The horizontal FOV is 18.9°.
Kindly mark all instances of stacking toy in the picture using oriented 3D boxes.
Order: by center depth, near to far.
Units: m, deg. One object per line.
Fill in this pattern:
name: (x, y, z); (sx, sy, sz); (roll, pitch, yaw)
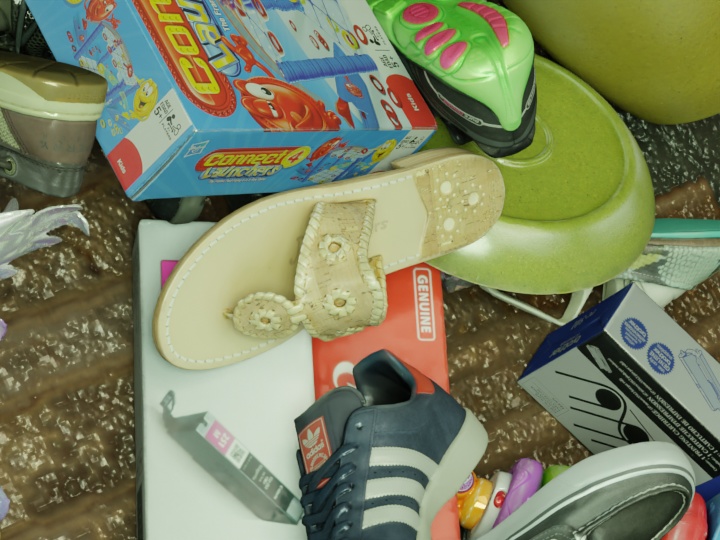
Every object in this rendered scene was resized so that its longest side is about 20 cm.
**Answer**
stacking toy: (0.100, 0.143, 1.180); (0.199, 0.110, 0.117); (25, 68, -2)

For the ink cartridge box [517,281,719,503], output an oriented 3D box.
ink cartridge box: (0.193, 0.102, 1.241); (0.200, 0.094, 0.044); (42, 55, -7)

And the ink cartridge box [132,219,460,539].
ink cartridge box: (-0.031, 0.075, 1.131); (0.172, 0.044, 0.202); (1, 69, -12)

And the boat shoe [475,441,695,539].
boat shoe: (0.088, 0.159, 1.093); (0.199, 0.069, 0.057); (-31, 43, 1)

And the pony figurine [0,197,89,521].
pony figurine: (-0.228, 0.035, 1.010); (0.192, 0.166, 0.202); (-11, 91, -25)

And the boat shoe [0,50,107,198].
boat shoe: (-0.199, -0.077, 1.049); (0.071, 0.200, 0.067); (3, 98, -47)

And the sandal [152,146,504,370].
sandal: (-0.001, -0.005, 1.094); (0.211, 0.069, 0.078); (-25, 117, -26)

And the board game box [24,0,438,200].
board game box: (-0.079, -0.135, 1.108); (0.195, 0.056, 0.201); (-6, 61, -53)

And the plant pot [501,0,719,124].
plant pot: (0.186, -0.175, 1.312); (0.200, 0.199, 0.142); (-53, 128, -34)

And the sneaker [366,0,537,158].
sneaker: (0.047, -0.115, 1.194); (0.076, 0.200, 0.084); (-18, 116, -3)

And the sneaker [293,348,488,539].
sneaker: (-0.007, 0.111, 1.053); (0.085, 0.075, 0.200); (47, 33, -10)

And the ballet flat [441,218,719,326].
ballet flat: (0.134, -0.002, 1.274); (0.198, 0.069, 0.072); (5, 96, -20)

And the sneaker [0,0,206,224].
sneaker: (-0.146, -0.108, 1.141); (0.113, 0.076, 0.201); (-6, 64, -27)

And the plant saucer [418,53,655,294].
plant saucer: (0.080, -0.070, 1.240); (0.198, 0.031, 0.201); (11, 45, -11)
